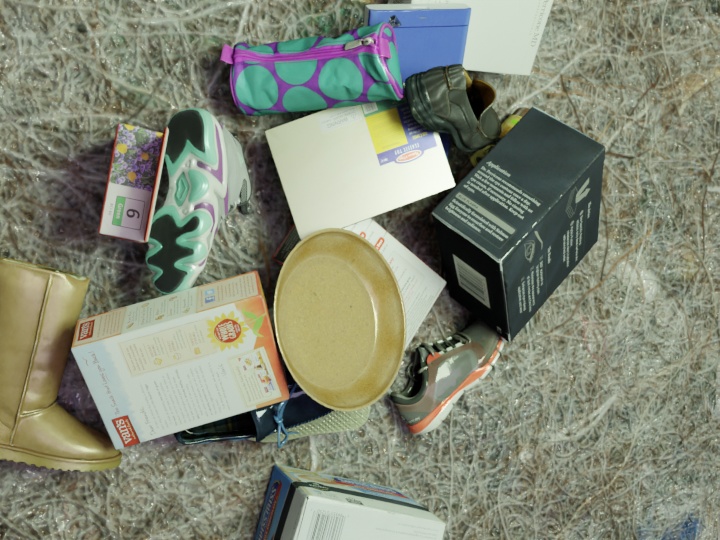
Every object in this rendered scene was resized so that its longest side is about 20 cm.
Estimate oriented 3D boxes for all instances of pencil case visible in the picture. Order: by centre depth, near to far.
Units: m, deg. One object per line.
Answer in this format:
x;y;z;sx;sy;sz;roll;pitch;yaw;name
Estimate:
-0.050;-0.224;0.855;0.194;0.092;0.088;-3;69;18;pencil case

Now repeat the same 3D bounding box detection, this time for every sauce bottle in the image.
0.171;-0.131;1.028;0.201;0.064;0.065;-48;110;-14;sauce bottle

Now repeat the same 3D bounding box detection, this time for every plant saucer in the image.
-0.028;0.056;0.871;0.197;0.035;0.206;11;74;-41;plant saucer

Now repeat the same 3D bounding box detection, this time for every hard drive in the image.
0.059;-0.218;0.936;0.128;0.026;0.204;-8;126;-19;hard drive

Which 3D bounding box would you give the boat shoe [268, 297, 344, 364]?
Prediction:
-0.106;0.088;0.896;0.196;0.066;0.075;-23;122;-3;boat shoe

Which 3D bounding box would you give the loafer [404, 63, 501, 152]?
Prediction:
0.129;-0.189;0.897;0.198;0.071;0.075;1;74;-58;loafer

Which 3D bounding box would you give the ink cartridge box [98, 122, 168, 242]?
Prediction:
-0.233;-0.087;0.776;0.049;0.199;0.112;11;90;-18;ink cartridge box

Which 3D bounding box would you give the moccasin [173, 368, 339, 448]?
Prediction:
-0.116;0.169;0.875;0.195;0.068;0.082;-15;111;-2;moccasin

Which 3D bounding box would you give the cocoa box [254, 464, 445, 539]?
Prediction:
-0.019;0.337;0.943;0.196;0.131;0.137;18;87;-24;cocoa box

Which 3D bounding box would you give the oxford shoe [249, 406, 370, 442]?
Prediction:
-0.086;0.165;0.945;0.194;0.058;0.077;-1;115;-9;oxford shoe

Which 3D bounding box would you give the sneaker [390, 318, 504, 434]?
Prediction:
0.116;0.120;1.020;0.082;0.077;0.201;44;76;-14;sneaker

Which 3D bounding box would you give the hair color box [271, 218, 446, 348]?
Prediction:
0.000;0.000;0.963;0.199;0.064;0.112;38;81;-23;hair color box

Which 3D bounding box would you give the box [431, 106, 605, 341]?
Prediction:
0.203;-0.054;0.971;0.200;0.117;0.198;-44;148;-14;box

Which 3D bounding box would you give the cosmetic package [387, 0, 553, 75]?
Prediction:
0.134;-0.319;0.967;0.195;0.082;0.115;-2;125;-22;cosmetic package

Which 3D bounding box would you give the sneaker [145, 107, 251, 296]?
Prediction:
-0.165;-0.066;0.863;0.139;0.076;0.206;16;84;-67;sneaker

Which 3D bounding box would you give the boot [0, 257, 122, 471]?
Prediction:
-0.324;0.105;0.827;0.171;0.066;0.206;14;87;-25;boot

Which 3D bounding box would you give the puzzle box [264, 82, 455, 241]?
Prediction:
0.000;-0.128;0.894;0.195;0.025;0.136;-19;91;-6;puzzle box

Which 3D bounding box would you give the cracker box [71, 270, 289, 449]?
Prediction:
-0.185;0.095;0.809;0.195;0.058;0.137;-15;121;-6;cracker box
